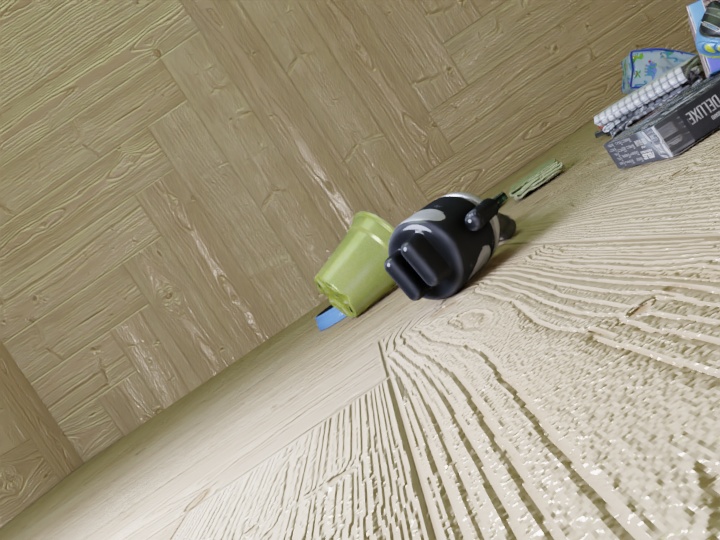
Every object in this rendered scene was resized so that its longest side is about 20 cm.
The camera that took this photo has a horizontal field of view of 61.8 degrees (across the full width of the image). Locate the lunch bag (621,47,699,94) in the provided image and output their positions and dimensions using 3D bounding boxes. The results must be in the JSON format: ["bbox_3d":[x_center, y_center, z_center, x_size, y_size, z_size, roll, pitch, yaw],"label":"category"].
[{"bbox_3d":[0.841,-0.553,1.670,0.199,0.128,0.170,-3,11,16],"label":"lunch bag"}]

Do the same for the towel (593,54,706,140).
[{"bbox_3d":[0.518,-0.286,1.038,0.165,0.086,0.200,-30,2,41],"label":"towel"}]

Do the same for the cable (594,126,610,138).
[{"bbox_3d":[0.662,-0.390,1.615,0.097,0.050,0.200,-34,0,33],"label":"cable"}]

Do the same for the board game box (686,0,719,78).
[{"bbox_3d":[0.564,-0.351,0.813,0.199,0.097,0.159,-19,4,33],"label":"board game box"}]

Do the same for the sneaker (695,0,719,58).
[{"bbox_3d":[0.512,-0.303,0.713,0.199,0.083,0.071,7,7,32],"label":"sneaker"}]

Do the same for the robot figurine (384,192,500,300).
[{"bbox_3d":[0.120,-0.034,0.857,0.150,0.125,0.200,6,28,36],"label":"robot figurine"}]

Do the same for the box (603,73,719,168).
[{"bbox_3d":[0.442,-0.210,0.823,0.157,0.050,0.200,-34,2,6],"label":"box"}]

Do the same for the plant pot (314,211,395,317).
[{"bbox_3d":[0.000,0.000,1.375,0.184,0.200,0.200,-46,5,-17],"label":"plant pot"}]

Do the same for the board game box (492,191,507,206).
[{"bbox_3d":[0.325,-0.153,1.744,0.200,0.028,0.135,-34,2,33],"label":"board game box"}]

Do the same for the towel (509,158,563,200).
[{"bbox_3d":[0.446,-0.230,1.531,0.148,0.037,0.200,-34,2,17],"label":"towel"}]

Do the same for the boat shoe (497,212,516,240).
[{"bbox_3d":[0.232,-0.071,1.075,0.200,0.057,0.067,-8,-61,-86],"label":"boat shoe"}]

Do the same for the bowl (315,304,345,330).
[{"bbox_3d":[-0.037,0.090,1.625,0.200,0.039,0.201,-34,1,1],"label":"bowl"}]
